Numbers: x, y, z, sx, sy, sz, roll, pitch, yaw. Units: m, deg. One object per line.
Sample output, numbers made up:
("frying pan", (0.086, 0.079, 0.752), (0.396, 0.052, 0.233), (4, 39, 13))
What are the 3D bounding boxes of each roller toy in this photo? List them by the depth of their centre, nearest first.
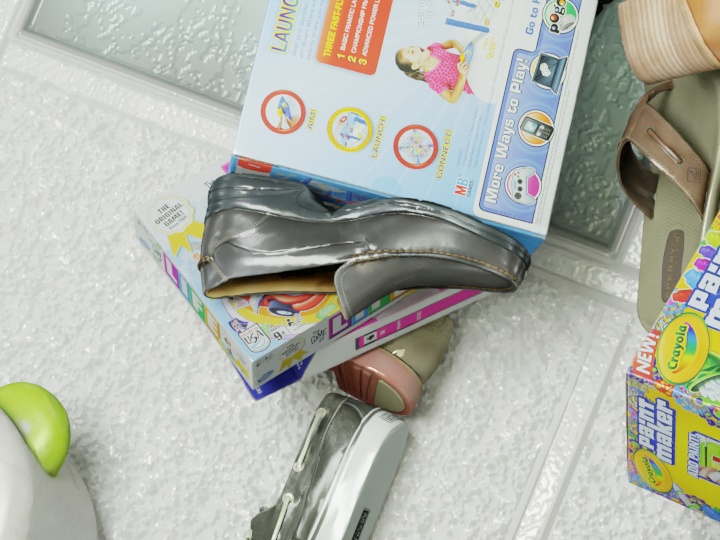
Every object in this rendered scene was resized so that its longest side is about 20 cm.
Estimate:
("roller toy", (-0.271, 0.174, 1.593), (0.198, 0.140, 0.184), (-6, 66, 19))

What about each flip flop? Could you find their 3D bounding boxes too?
("flip flop", (0.188, -0.058, 1.525), (0.081, 0.057, 0.202), (-5, 78, 60))

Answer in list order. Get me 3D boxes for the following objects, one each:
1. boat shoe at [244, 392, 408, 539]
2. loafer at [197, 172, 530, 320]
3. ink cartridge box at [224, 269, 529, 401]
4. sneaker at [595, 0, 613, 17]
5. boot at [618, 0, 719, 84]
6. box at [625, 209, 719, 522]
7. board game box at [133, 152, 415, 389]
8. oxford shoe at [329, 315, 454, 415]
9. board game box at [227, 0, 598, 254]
("boat shoe", (-0.038, 0.175, 1.558), (0.063, 0.071, 0.201), (22, 78, 21))
("loafer", (0.000, -0.003, 1.455), (0.198, 0.073, 0.073), (7, 68, 14))
("ink cartridge box", (0.000, 0.000, 1.550), (0.199, 0.037, 0.095), (-25, 61, -13))
("sneaker", (0.109, -0.162, 1.586), (0.082, 0.073, 0.201), (29, 78, 25))
("boot", (0.217, -0.220, 1.451), (0.154, 0.077, 0.202), (-19, 65, 30))
("box", (0.280, 0.052, 1.414), (0.191, 0.122, 0.201), (22, 60, 21))
("board game box", (-0.022, -0.031, 1.528), (0.199, 0.034, 0.135), (-31, 63, -19))
("oxford shoe", (-0.030, 0.019, 1.597), (0.199, 0.071, 0.074), (31, 68, 18))
("board game box", (0.036, -0.131, 1.493), (0.194, 0.056, 0.202), (15, 77, -3))
